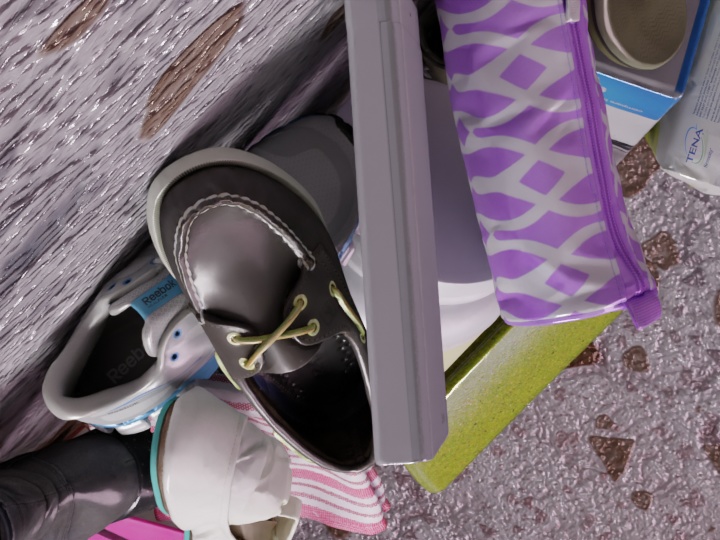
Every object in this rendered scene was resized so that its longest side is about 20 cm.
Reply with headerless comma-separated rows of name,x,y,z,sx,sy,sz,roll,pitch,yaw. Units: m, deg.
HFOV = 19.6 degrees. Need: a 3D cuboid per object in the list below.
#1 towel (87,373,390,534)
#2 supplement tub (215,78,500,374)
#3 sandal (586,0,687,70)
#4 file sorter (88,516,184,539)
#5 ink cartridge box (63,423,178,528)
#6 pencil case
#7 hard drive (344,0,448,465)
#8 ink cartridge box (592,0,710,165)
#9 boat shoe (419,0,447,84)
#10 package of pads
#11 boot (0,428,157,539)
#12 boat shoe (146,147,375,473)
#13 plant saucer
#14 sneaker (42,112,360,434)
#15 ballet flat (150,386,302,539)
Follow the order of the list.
towel,-0.068,0.101,1.137,0.200,0.145,0.030,68,29,-64
supplement tub,0.000,0.000,1.134,0.145,0.145,0.200,-43,175,-37
sandal,0.149,-0.173,1.027,0.080,0.057,0.202,-53,153,-30
file sorter,-0.122,0.252,1.167,0.139,0.125,0.201,26,83,-55
ink cartridge box,-0.194,0.201,1.353,0.067,0.116,0.200,-42,176,-44
pencil case,0.091,-0.072,1.003,0.085,0.201,0.084,-3,-164,39
hard drive,0.017,-0.021,0.925,0.026,0.202,0.132,-4,180,6
ink cartridge box,0.146,-0.152,1.221,0.200,0.084,0.146,116,-9,-78
boat shoe,0.059,-0.130,1.129,0.062,0.073,0.200,-5,163,-17
package of pads,0.219,-0.134,1.241,0.200,0.068,0.156,-82,-172,-76
boot,-0.199,0.135,1.061,0.131,0.070,0.200,-20,167,-46
boat shoe,-0.033,0.022,0.928,0.071,0.061,0.201,-26,142,5
plant saucer,0.035,0.004,1.262,0.200,0.200,0.048,-48,162,26
sneaker,-0.073,0.007,0.979,0.200,0.075,0.087,-47,171,10
ballet flat,-0.062,0.108,1.045,0.069,0.069,0.200,-45,164,-14
